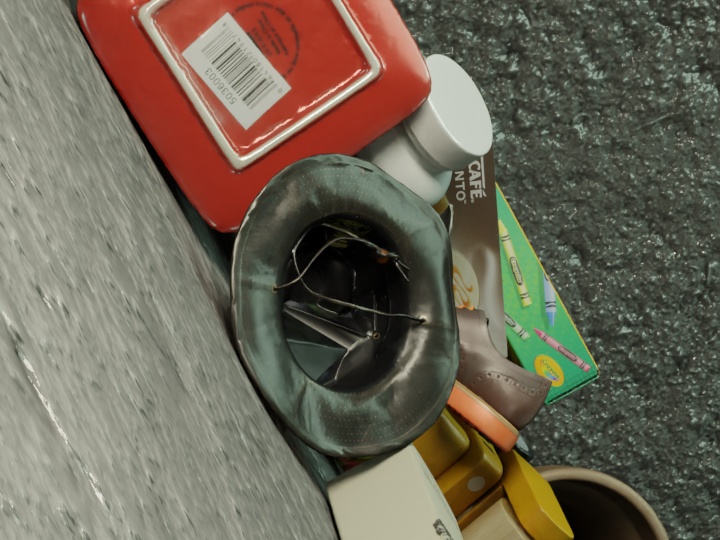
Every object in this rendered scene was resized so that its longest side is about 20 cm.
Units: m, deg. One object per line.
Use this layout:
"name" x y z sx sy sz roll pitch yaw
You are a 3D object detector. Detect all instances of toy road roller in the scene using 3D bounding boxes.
"toy road roller" 0.064 0.171 1.705 0.146 0.123 0.200 43 12 -31

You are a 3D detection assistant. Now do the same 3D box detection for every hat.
"hat" -0.025 0.027 1.459 0.081 0.200 0.202 -15 -73 54

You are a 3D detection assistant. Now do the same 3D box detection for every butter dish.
"butter dish" -0.085 -0.155 1.548 0.201 0.199 0.148 57 -13 -9

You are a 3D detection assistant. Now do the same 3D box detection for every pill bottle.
"pill bottle" -0.003 -0.080 1.629 0.112 0.199 0.113 36 38 -35

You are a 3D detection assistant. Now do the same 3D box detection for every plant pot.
"plant pot" 0.151 0.263 1.874 0.201 0.199 0.174 61 -14 -7

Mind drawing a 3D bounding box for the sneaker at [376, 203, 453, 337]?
"sneaker" -0.003 0.000 1.585 0.199 0.060 0.105 6 -88 60

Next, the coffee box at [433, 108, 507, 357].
"coffee box" 0.047 -0.026 1.750 0.080 0.113 0.202 -166 -108 -70

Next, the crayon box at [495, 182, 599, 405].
"crayon box" 0.131 0.019 1.902 0.201 0.058 0.119 61 -4 1

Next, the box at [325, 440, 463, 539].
"box" 0.036 0.195 1.377 0.083 0.068 0.200 60 4 -25

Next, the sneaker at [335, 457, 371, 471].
"sneaker" 0.003 0.110 1.588 0.200 0.078 0.091 15 58 -80

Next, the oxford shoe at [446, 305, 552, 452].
"oxford shoe" 0.059 0.050 1.664 0.200 0.073 0.071 41 -3 11
